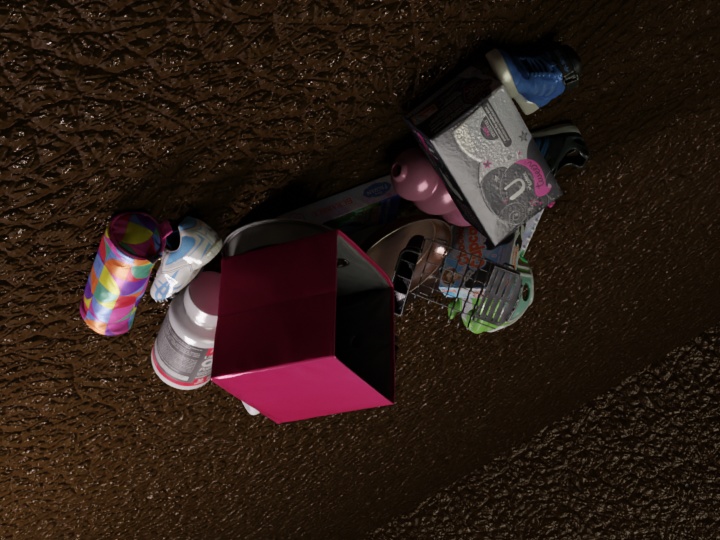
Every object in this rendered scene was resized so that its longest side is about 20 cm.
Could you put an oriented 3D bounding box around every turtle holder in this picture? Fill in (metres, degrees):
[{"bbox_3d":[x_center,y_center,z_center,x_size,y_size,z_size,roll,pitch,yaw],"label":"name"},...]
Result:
[{"bbox_3d":[0.223,0.010,1.789,0.129,0.189,0.141,-7,171,-14],"label":"turtle holder"}]

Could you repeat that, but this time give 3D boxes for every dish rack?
[{"bbox_3d":[0.148,0.029,1.609,0.154,0.197,0.055,104,7,-50],"label":"dish rack"}]

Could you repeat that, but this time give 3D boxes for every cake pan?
[{"bbox_3d":[-0.112,-0.011,1.570,0.197,0.037,0.201,-1,151,-1],"label":"cake pan"}]

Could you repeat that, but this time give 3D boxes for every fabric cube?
[{"bbox_3d":[-0.076,0.086,1.501,0.197,0.203,0.196,-13,150,25],"label":"fabric cube"}]

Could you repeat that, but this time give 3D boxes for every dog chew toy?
[{"bbox_3d":[0.126,-0.137,1.586,0.198,0.126,0.125,7,139,-41],"label":"dog chew toy"}]

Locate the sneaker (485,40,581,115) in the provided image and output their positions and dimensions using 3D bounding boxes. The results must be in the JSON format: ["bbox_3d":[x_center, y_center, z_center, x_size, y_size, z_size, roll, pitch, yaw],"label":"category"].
[{"bbox_3d":[0.252,-0.288,1.467,0.110,0.078,0.199,-30,161,17],"label":"sneaker"}]

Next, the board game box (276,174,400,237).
[{"bbox_3d":[-0.038,-0.052,1.659,0.197,0.042,0.201,-22,154,-15],"label":"board game box"}]

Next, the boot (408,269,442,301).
[{"bbox_3d":[0.076,0.049,1.882,0.163,0.073,0.201,-5,148,7],"label":"boot"}]

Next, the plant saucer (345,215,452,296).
[{"bbox_3d":[0.054,-0.020,1.641,0.198,0.035,0.201,-26,151,-16],"label":"plant saucer"}]

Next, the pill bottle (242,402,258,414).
[{"bbox_3d":[-0.132,0.182,1.928,0.197,0.110,0.109,-20,155,-17],"label":"pill bottle"}]

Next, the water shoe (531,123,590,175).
[{"bbox_3d":[0.290,-0.183,1.712,0.197,0.080,0.072,-22,155,-15],"label":"water shoe"}]

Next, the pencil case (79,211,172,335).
[{"bbox_3d":[-0.324,0.006,1.419,0.087,0.089,0.200,-9,151,-36],"label":"pencil case"}]

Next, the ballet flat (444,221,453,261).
[{"bbox_3d":[0.166,-0.052,1.849,0.076,0.064,0.199,-54,152,7],"label":"ballet flat"}]

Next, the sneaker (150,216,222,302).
[{"bbox_3d":[-0.259,-0.016,1.484,0.072,0.073,0.200,-46,-176,-39],"label":"sneaker"}]

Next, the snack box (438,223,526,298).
[{"bbox_3d":[0.206,-0.051,1.697,0.115,0.203,0.037,1,152,30],"label":"snack box"}]

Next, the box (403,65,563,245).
[{"bbox_3d":[0.175,-0.161,1.462,0.131,0.115,0.201,-36,121,-1],"label":"box"}]

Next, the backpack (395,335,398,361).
[{"bbox_3d":[-0.045,0.124,1.811,0.166,0.127,0.200,-40,111,10],"label":"backpack"}]

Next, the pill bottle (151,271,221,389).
[{"bbox_3d":[-0.254,0.091,1.619,0.109,0.112,0.201,-12,151,-32],"label":"pill bottle"}]

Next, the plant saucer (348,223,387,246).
[{"bbox_3d":[0.000,0.000,1.703,0.199,0.039,0.202,-24,156,-11],"label":"plant saucer"}]

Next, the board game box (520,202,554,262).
[{"bbox_3d":[0.270,-0.053,1.902,0.198,0.026,0.202,-19,138,-43],"label":"board game box"}]
